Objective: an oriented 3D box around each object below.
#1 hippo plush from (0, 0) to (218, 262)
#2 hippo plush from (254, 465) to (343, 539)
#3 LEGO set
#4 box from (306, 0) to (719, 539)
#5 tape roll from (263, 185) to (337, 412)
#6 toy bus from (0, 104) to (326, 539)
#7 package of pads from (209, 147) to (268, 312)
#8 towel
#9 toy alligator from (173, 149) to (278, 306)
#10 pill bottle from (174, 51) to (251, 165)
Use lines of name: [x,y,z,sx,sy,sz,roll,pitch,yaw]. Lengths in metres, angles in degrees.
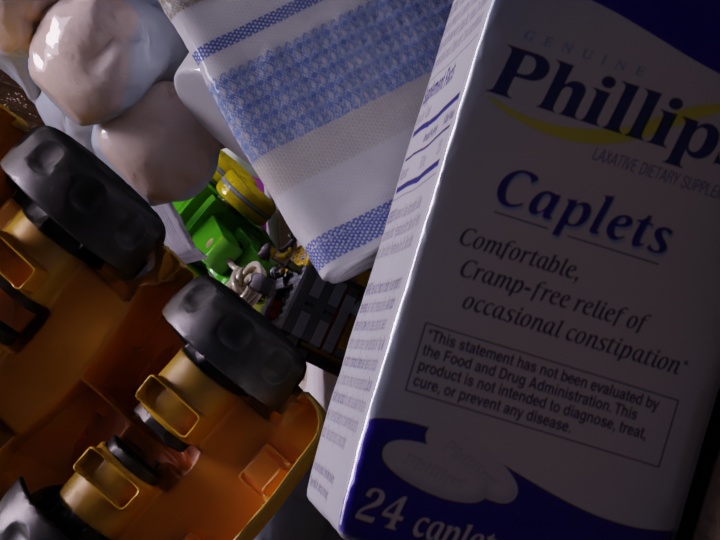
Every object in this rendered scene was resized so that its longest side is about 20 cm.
hippo plush: [-0.073,-0.117,1.195,0.161,0.200,0.159,-45,39,-9]
hippo plush: [-0.068,0.170,1.213,0.161,0.159,0.200,-13,37,37]
LEGO set: [0.028,-0.014,1.103,0.154,0.116,0.200,-64,11,-2]
box: [0.062,0.002,0.904,0.184,0.105,0.200,168,119,-86]
tape roll: [0.000,0.000,1.295,0.202,0.071,0.203,174,90,-83]
toy bus: [-0.102,0.046,1.119,0.136,0.200,0.192,-49,-14,2]
package of pads: [-0.036,0.051,1.438,0.068,0.200,0.155,-12,53,45]
towel: [0.004,-0.106,1.033,0.200,0.147,0.024,59,171,16]
toy alligator: [-0.060,-0.008,1.304,0.059,0.054,0.200,-49,25,5]
pill bottle: [0.013,-0.132,1.112,0.200,0.111,0.111,-55,-1,-16]
